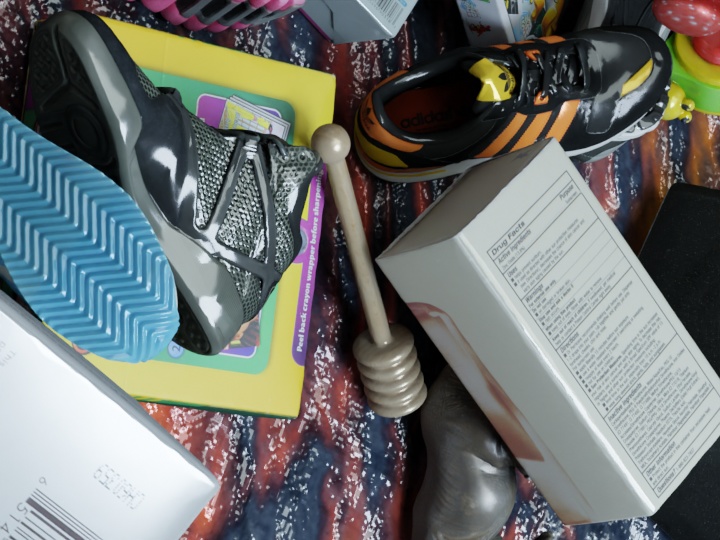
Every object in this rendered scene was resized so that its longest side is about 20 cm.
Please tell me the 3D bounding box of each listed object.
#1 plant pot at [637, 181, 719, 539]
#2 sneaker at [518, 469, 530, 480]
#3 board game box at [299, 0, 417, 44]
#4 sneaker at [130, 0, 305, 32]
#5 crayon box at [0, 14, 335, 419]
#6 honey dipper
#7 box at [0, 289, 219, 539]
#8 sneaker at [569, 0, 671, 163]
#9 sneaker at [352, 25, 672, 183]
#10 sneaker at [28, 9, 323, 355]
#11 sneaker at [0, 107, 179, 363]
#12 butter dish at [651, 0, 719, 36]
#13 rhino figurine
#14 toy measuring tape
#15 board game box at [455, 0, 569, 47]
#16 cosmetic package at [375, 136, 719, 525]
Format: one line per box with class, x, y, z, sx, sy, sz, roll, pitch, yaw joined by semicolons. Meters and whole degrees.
plant pot;0.285;0.079;1.477;0.200;0.177;0.200;43;64;-36
sneaker;0.095;0.033;1.426;0.082;0.077;0.201;0;97;-5
board game box;0.004;-0.258;1.355;0.148;0.064;0.200;45;65;-28
sneaker;-0.112;-0.194;1.266;0.200;0.079;0.096;14;69;-38
crayon box;-0.107;-0.026;1.267;0.172;0.058;0.201;11;83;-35
honey dipper;0.000;0.000;1.319;0.038;0.038;0.200;-42;133;-30
box;-0.214;0.106;1.104;0.200;0.131;0.199;42;84;-28
sneaker;0.165;-0.154;1.477;0.074;0.079;0.200;29;54;-11
sneaker;0.093;-0.103;1.348;0.199;0.090;0.070;-15;80;-3
sneaker;-0.094;-0.065;1.197;0.114;0.076;0.200;-44;117;-30
sneaker;-0.168;-0.030;1.159;0.200;0.081;0.077;43;84;5
butter dish;0.214;-0.213;1.379;0.200;0.199;0.148;50;54;-71
rhino figurine;0.079;0.104;1.380;0.087;0.060;0.201;6;96;7
toy measuring tape;0.263;-0.164;1.541;0.200;0.073;0.074;-46;115;-26
board game box;0.094;-0.212;1.376;0.126;0.035;0.200;-64;157;-20
cosmetic package;0.114;0.038;1.311;0.103;0.087;0.200;-42;105;-33
